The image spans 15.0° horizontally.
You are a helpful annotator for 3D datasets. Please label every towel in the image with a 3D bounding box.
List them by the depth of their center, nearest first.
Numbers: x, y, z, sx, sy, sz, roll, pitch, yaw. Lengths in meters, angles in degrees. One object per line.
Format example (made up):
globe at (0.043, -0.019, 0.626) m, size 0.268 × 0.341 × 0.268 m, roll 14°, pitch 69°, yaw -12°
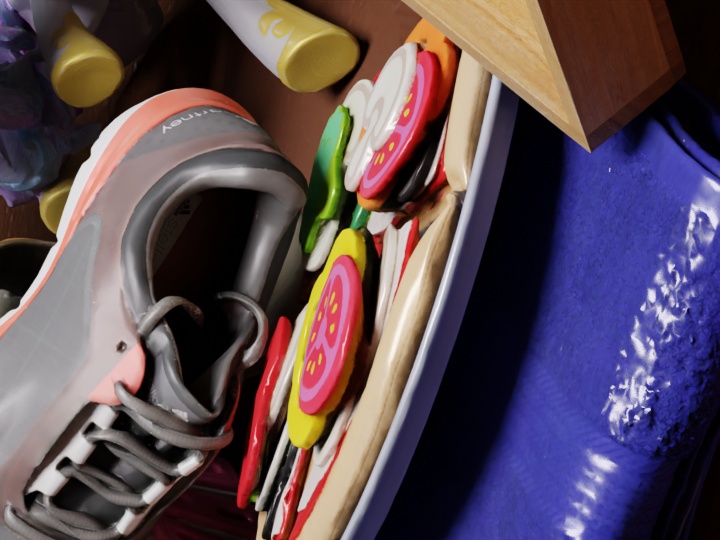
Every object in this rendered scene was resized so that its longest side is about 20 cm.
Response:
towel at (0.051, 0.044, 0.721) m, size 0.148 × 0.049 × 0.201 m, roll -125°, pitch 52°, yaw -62°

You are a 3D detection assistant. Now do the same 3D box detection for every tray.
tray at (-0.002, -0.121, 0.688) m, size 0.037 × 0.099 × 0.200 m, roll -38°, pitch 50°, yaw -10°

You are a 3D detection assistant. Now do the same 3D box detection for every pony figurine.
pony figurine at (-0.101, -0.109, 0.969) m, size 0.192 × 0.167 × 0.201 m, roll -30°, pitch 42°, yaw 13°

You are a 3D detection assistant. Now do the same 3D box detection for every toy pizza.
toy pizza at (0.000, 0.000, 0.767) m, size 0.200 × 0.032 × 0.202 m, roll -162°, pitch 90°, yaw -83°

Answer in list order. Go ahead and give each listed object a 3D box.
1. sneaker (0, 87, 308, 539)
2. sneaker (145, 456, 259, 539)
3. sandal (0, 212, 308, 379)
sneaker at (-0.076, 0.042, 0.800) m, size 0.082 × 0.077 × 0.201 m, roll 25°, pitch 93°, yaw 61°
sneaker at (-0.088, 0.082, 0.920) m, size 0.088 × 0.073 × 0.200 m, roll -58°, pitch 39°, yaw 22°
sandal at (-0.104, 0.020, 0.870) m, size 0.054 × 0.199 × 0.081 m, roll 69°, pitch 178°, yaw -47°
